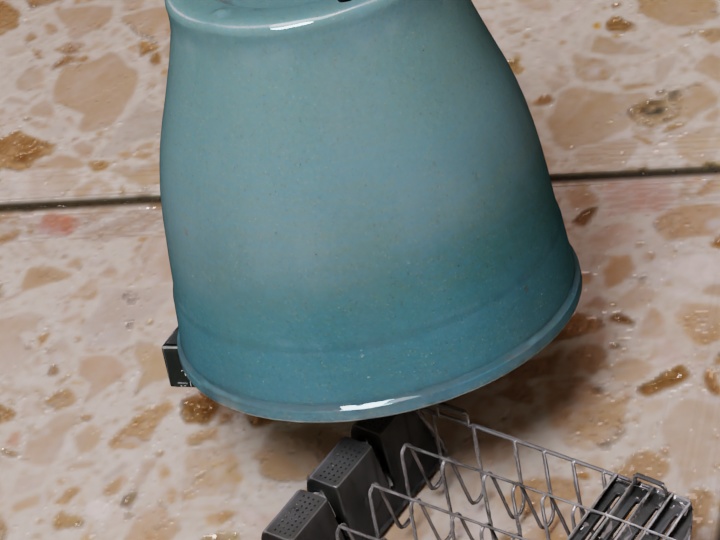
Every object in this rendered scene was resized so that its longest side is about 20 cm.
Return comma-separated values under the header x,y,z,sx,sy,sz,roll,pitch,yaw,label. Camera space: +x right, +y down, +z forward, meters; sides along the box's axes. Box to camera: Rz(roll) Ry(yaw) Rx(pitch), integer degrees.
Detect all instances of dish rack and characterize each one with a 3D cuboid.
x,y,z,sx,sy,sz,roll,pitch,yaw,label
0.048,0.135,1.358,0.199,0.055,0.154,17,51,34,dish rack

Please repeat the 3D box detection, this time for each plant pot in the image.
x,y,z,sx,sy,sz,roll,pitch,yaw,label
-0.007,-0.061,1.412,0.199,0.189,0.200,-9,28,5,plant pot

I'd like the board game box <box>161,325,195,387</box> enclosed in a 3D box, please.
x,y,z,sx,sy,sz,roll,pitch,yaw,label
0.000,0.000,1.529,0.135,0.028,0.200,2,31,24,board game box
